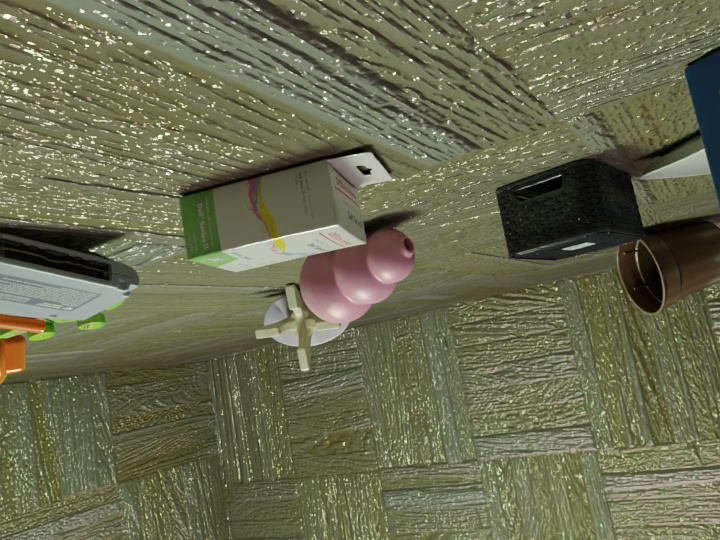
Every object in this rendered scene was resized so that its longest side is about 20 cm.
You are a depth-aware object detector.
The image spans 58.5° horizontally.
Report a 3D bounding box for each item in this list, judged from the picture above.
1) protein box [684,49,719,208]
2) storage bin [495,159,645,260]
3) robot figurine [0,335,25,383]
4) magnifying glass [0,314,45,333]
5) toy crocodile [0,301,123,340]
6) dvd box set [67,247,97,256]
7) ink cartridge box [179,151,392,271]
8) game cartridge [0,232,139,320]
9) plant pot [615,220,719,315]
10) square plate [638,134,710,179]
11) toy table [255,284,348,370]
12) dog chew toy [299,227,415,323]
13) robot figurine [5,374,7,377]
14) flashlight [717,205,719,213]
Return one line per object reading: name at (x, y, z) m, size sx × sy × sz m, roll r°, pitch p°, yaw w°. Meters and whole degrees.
protein box at (0.388, -0.098, 0.474) m, size 0.134 × 0.202 × 0.198 m, roll -6°, pitch 171°, yaw -29°
storage bin at (0.290, -0.075, 0.879) m, size 0.134 × 0.095 × 0.199 m, roll -17°, pitch 170°, yaw 38°
robot figurine at (-0.667, 0.142, 1.061) m, size 0.199 × 0.145 × 0.117 m, roll -4°, pitch 147°, yaw -39°
magnifying glass at (-0.523, 0.059, 0.844) m, size 0.199 × 0.023 × 0.079 m, roll 16°, pitch 168°, yaw -36°
toy crocodile at (-0.441, 0.056, 0.939) m, size 0.198 × 0.068 × 0.062 m, roll -12°, pitch 166°, yaw -2°
dvd box set at (-0.421, 0.014, 0.805) m, size 0.198 × 0.030 × 0.146 m, roll -10°, pitch 171°, yaw -1°
ink cartridge box at (-0.066, -0.055, 0.657) m, size 0.198 × 0.068 × 0.117 m, roll -12°, pitch 171°, yaw 13°
game cartridge at (-0.364, 0.012, 0.699) m, size 0.132 × 0.041 × 0.199 m, roll -26°, pitch 154°, yaw 28°
plant pot at (0.753, -0.018, 1.534) m, size 0.196 × 0.202 × 0.200 m, roll -17°, pitch 172°, yaw -4°
square plate at (0.474, -0.159, 0.769) m, size 0.198 × 0.029 × 0.198 m, roll -8°, pitch 172°, yaw -17°
toy table at (-0.124, 0.112, 1.399) m, size 0.198 × 0.186 × 0.117 m, roll -20°, pitch -173°, yaw 9°
dog chew toy at (0.000, 0.000, 0.955) m, size 0.199 × 0.126 × 0.124 m, roll -29°, pitch 162°, yaw 39°
robot figurine at (-0.761, 0.185, 1.221) m, size 0.198 × 0.117 × 0.175 m, roll -13°, pitch 166°, yaw 15°
flashlight at (0.724, -0.136, 1.105) m, size 0.068 × 0.068 × 0.200 m, roll -36°, pitch -176°, yaw -30°
